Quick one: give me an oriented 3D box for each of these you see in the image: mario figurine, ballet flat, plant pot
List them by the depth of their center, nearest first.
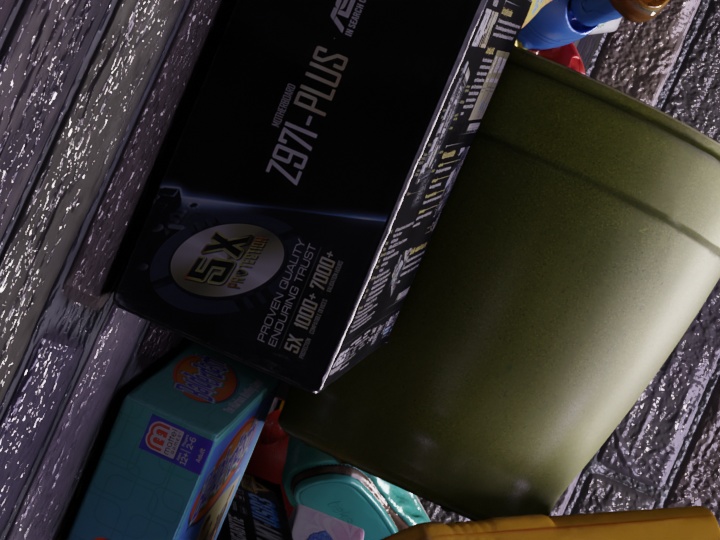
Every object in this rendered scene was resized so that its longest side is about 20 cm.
[{"bbox_3d":[0.059,0.012,1.231,0.200,0.200,0.193,55,60,-83],"label":"plant pot"},{"bbox_3d":[0.011,0.136,1.485,0.200,0.067,0.070,62,23,-47],"label":"ballet flat"},{"bbox_3d":[0.086,-0.136,1.493,0.200,0.106,0.124,-35,-136,55],"label":"mario figurine"}]

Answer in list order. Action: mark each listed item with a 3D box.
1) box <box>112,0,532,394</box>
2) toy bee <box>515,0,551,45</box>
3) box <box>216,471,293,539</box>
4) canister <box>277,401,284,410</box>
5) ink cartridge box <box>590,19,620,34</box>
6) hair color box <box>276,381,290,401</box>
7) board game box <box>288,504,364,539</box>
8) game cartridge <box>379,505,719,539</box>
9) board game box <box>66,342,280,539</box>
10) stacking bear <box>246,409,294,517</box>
[{"bbox_3d":[-0.009,-0.051,1.056,0.200,0.086,0.164,-29,143,-81],"label":"box"},{"bbox_3d":[0.084,-0.164,1.359,0.131,0.109,0.200,92,23,-70],"label":"toy bee"},{"bbox_3d":[-0.091,0.209,1.350,0.200,0.050,0.199,-120,-126,-80],"label":"box"},{"bbox_3d":[-0.002,0.099,1.755,0.200,0.087,0.149,-18,131,-81],"label":"canister"},{"bbox_3d":[0.123,-0.231,1.634,0.200,0.043,0.196,-11,130,-50],"label":"ink cartridge box"},{"bbox_3d":[0.000,0.000,1.480,0.200,0.061,0.102,-51,163,-71],"label":"hair color box"},{"bbox_3d":[-0.066,0.254,1.377,0.200,0.041,0.200,-77,-167,-46],"label":"board game box"},{"bbox_3d":[0.035,0.144,1.200,0.176,0.032,0.200,-28,158,38],"label":"game cartridge"},{"bbox_3d":[-0.101,0.135,1.179,0.152,0.045,0.200,-40,154,-78],"label":"board game box"},{"bbox_3d":[-0.045,0.176,1.558,0.114,0.121,0.200,29,-70,62],"label":"stacking bear"}]
